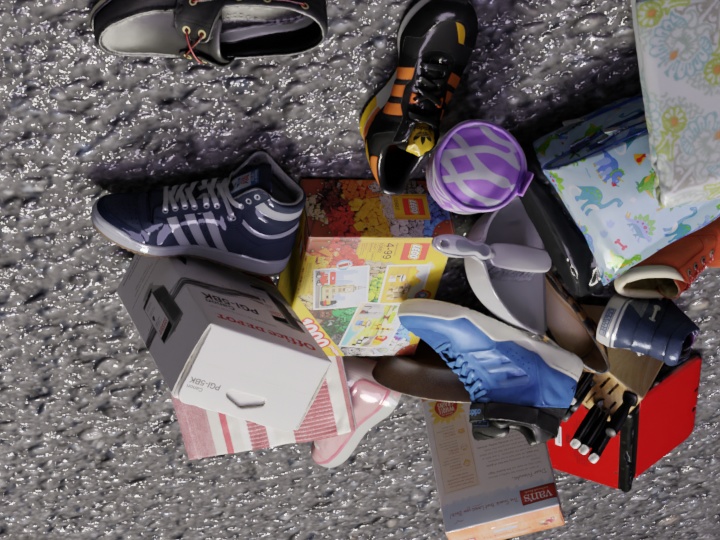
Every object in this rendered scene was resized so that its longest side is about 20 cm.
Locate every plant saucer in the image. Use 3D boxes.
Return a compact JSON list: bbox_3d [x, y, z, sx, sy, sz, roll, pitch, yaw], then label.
[{"bbox_3d":[0.111,0.101,1.624,0.197,0.200,0.033,-1,103,-11],"label":"plant saucer"}]

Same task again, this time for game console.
[{"bbox_3d":[0.325,0.177,1.880,0.171,0.119,0.201,16,148,19],"label":"game console"}]

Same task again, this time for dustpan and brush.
[{"bbox_3d":[0.129,-0.014,1.448,0.198,0.142,0.057,6,169,-38],"label":"dustpan and brush"}]

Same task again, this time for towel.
[{"bbox_3d":[-0.112,0.127,1.645,0.197,0.023,0.146,-9,110,7],"label":"towel"},{"bbox_3d":[0.329,-0.168,1.308,0.169,0.048,0.203,-10,99,0],"label":"towel"}]

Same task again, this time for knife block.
[{"bbox_3d":[0.291,0.128,1.661,0.198,0.177,0.064,5,143,-28],"label":"knife block"}]

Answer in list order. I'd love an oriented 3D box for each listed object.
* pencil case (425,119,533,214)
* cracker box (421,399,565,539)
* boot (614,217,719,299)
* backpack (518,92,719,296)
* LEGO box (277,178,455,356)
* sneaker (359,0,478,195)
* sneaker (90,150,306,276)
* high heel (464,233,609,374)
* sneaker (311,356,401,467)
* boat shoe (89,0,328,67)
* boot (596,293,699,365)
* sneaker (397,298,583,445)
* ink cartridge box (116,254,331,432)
[{"bbox_3d":[0.102,-0.088,1.337,0.085,0.200,0.085,31,94,1],"label":"pencil case"},{"bbox_3d":[0.150,0.210,1.729,0.132,0.202,0.058,-14,143,7],"label":"cracker box"},{"bbox_3d":[0.338,-0.011,1.560,0.197,0.108,0.075,2,141,-18],"label":"boot"},{"bbox_3d":[0.261,-0.086,1.412,0.199,0.154,0.164,-29,102,-3],"label":"backpack"},{"bbox_3d":[0.000,0.000,1.520,0.147,0.078,0.201,0,142,-12],"label":"LEGO box"},{"bbox_3d":[0.057,-0.150,1.322,0.069,0.091,0.201,6,141,-20],"label":"sneaker"},{"bbox_3d":[-0.147,-0.065,1.411,0.198,0.071,0.109,12,132,-19],"label":"sneaker"},{"bbox_3d":[0.187,0.032,1.545,0.071,0.143,0.200,-46,141,4],"label":"high heel"},{"bbox_3d":[-0.036,0.155,1.729,0.104,0.076,0.200,22,142,-16],"label":"sneaker"},{"bbox_3d":[-0.125,-0.206,1.234,0.199,0.064,0.074,-7,146,-1],"label":"boat shoe"},{"bbox_3d":[0.318,0.060,1.588,0.200,0.090,0.074,-20,130,-64],"label":"boot"},{"bbox_3d":[0.118,0.108,1.490,0.198,0.112,0.077,23,168,-12],"label":"sneaker"},{"bbox_3d":[-0.134,0.055,1.450,0.146,0.200,0.083,20,107,-34],"label":"ink cartridge box"}]
